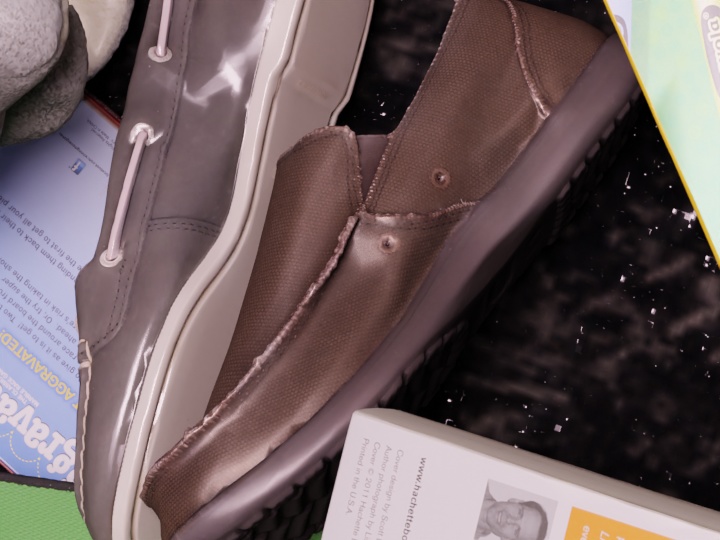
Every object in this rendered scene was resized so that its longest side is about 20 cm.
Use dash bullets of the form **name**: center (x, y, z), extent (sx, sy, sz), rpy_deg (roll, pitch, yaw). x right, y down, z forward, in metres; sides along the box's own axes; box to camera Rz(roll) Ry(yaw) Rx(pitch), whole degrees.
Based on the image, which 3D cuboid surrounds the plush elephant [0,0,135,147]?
- **plush elephant**: center (-0.150, -0.087, 0.805), extent (0.164, 0.200, 0.156), rpy_deg (3, 63, 2)

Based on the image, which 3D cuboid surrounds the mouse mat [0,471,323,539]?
- **mouse mat**: center (-0.066, 0.127, 0.765), extent (0.199, 0.008, 0.162), rpy_deg (10, 52, -15)

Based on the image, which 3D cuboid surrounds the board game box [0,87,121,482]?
- **board game box**: center (-0.114, -0.014, 0.869), extent (0.200, 0.019, 0.103), rpy_deg (41, 95, 15)

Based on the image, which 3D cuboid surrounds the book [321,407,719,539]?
- **book**: center (0.074, 0.126, 0.694), extent (0.199, 0.048, 0.134), rpy_deg (17, 95, 22)

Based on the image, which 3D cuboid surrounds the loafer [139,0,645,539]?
- **loafer**: center (0.000, 0.000, 0.788), extent (0.071, 0.073, 0.200), rpy_deg (36, 67, 11)

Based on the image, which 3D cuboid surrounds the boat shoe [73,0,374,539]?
- **boat shoe**: center (-0.049, -0.014, 0.813), extent (0.057, 0.067, 0.201), rpy_deg (11, 77, 28)

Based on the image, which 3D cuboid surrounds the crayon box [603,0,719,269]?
- **crayon box**: center (0.106, -0.063, 0.761), extent (0.058, 0.119, 0.201), rpy_deg (-24, 79, 12)
